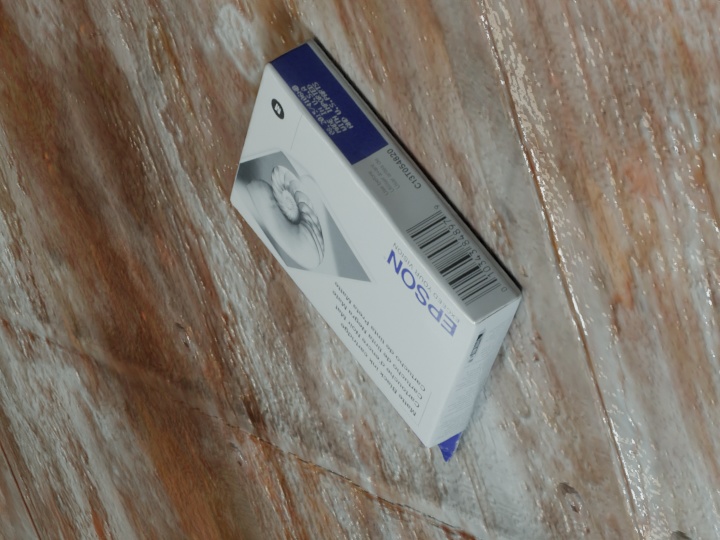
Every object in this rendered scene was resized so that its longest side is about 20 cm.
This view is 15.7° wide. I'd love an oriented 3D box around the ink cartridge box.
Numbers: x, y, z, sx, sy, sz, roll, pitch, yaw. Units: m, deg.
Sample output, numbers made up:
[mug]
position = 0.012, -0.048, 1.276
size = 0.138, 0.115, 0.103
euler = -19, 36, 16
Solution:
[ink cartridge box]
position = 0.000, 0.000, 1.492
size = 0.200, 0.040, 0.200
euler = 51, 154, 20
